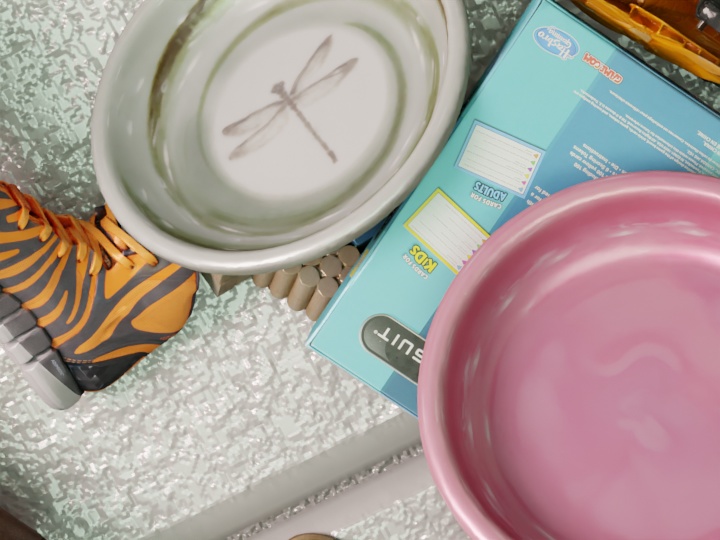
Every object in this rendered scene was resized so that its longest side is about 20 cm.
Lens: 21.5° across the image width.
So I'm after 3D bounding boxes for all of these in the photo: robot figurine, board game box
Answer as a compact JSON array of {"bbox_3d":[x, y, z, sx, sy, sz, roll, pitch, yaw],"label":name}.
[{"bbox_3d":[0.149,-0.122,0.853,0.200,0.145,0.058,31,96,3],"label":"robot figurine"},{"bbox_3d":[0.091,-0.008,0.904,0.151,0.047,0.200,34,101,-3],"label":"board game box"}]

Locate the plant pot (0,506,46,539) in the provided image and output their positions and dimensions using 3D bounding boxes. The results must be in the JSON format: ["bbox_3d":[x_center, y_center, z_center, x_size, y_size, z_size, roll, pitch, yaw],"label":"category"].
[{"bbox_3d":[-0.277,0.157,0.960,0.198,0.200,0.200,34,102,-15],"label":"plant pot"}]

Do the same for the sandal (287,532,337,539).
[{"bbox_3d":[-0.046,0.253,1.034,0.077,0.070,0.212,11,104,-2],"label":"sandal"}]

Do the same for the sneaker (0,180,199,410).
[{"bbox_3d":[-0.152,-0.021,0.944,0.112,0.078,0.200,-31,140,0],"label":"sneaker"}]

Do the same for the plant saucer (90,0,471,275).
[{"bbox_3d":[-0.034,-0.081,0.923,0.200,0.200,0.050,-31,145,8],"label":"plant saucer"}]

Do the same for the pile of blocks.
[{"bbox_3d":[0.000,0.000,0.982,0.199,0.062,0.082,24,71,-2],"label":"pile of blocks"}]

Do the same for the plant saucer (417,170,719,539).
[{"bbox_3d":[0.126,0.056,0.825,0.200,0.051,0.201,-6,65,13],"label":"plant saucer"}]
